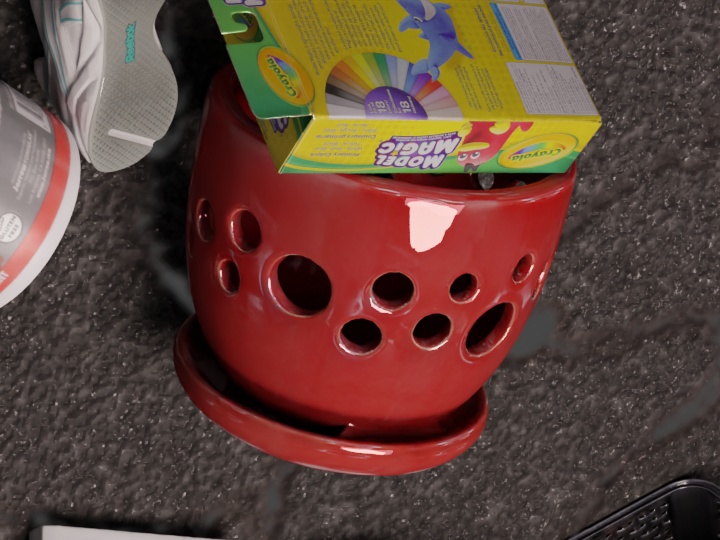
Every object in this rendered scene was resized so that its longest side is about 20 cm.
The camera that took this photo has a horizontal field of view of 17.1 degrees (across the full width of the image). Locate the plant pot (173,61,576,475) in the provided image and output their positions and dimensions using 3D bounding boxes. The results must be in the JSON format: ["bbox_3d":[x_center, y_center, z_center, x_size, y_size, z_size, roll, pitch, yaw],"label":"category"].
[{"bbox_3d":[0.000,0.000,1.278,0.200,0.200,0.183,-1,115,-32],"label":"plant pot"}]

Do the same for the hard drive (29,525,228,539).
[{"bbox_3d":[-0.124,0.249,1.349,0.131,0.027,0.201,9,69,-33],"label":"hard drive"}]

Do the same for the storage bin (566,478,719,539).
[{"bbox_3d":[0.184,0.237,1.545,0.199,0.135,0.094,-26,124,-20],"label":"storage bin"}]

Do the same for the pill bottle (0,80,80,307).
[{"bbox_3d":[-0.241,-0.067,1.143,0.200,0.116,0.116,33,92,-38],"label":"pill bottle"}]

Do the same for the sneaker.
[{"bbox_3d":[-0.129,-0.146,1.173,0.070,0.080,0.201,-21,141,-38],"label":"sneaker"}]

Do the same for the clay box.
[{"bbox_3d":[0.011,-0.105,1.184,0.199,0.115,0.048,-2,144,-31],"label":"clay box"}]
